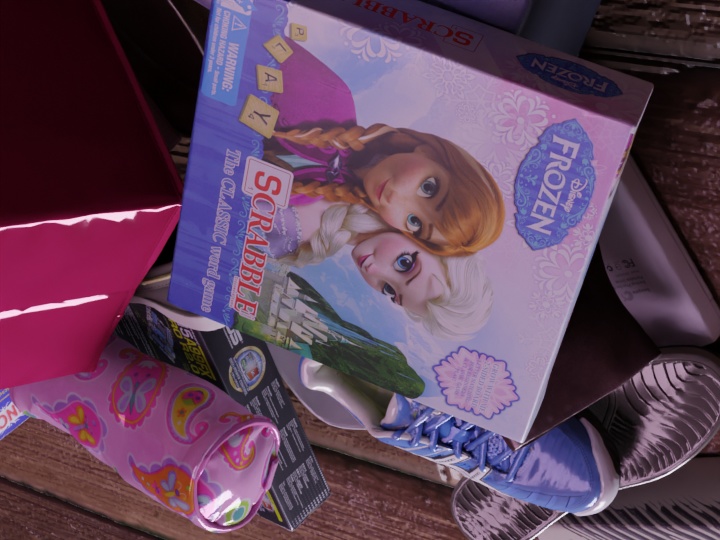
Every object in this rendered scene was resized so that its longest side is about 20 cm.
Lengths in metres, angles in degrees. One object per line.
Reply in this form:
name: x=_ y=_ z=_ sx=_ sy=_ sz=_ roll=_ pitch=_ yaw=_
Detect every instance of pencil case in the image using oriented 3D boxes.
pencil case: x=-0.143 y=0.096 z=1.128 sx=0.200 sy=0.087 sz=0.088 roll=25 pitch=140 yaw=38

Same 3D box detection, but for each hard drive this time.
hard drive: x=0.110 y=-0.035 z=0.983 sx=0.132 sy=0.026 sz=0.200 roll=-14 pitch=114 yaw=49

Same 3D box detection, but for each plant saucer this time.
plant saucer: x=-0.143 y=-0.166 z=1.061 sx=0.200 sy=0.032 sz=0.200 roll=41 pitch=160 yaw=18

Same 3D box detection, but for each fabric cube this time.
fabric cube: x=-0.250 y=-0.051 z=0.995 sx=0.197 sy=0.199 sz=0.200 roll=62 pitch=142 yaw=23

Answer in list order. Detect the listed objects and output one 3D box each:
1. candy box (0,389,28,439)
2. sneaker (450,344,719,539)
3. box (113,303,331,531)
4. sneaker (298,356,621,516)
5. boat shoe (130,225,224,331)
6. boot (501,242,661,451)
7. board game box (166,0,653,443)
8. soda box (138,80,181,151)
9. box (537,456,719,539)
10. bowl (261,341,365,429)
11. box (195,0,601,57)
candy box: x=-0.319 y=0.040 z=1.349 sx=0.077 sy=0.169 sz=0.201 roll=20 pitch=136 yaw=36
sneaker: x=0.144 y=0.085 z=1.023 sx=0.200 sy=0.106 sz=0.075 roll=-34 pitch=96 yaw=33
box: x=-0.117 y=0.076 z=1.195 sx=0.160 sy=0.044 sz=0.201 roll=15 pitch=137 yaw=45
sneaker: x=0.052 y=0.086 z=0.964 sx=0.199 sy=0.077 sz=0.076 roll=26 pitch=117 yaw=22
boat shoe: x=-0.150 y=-0.014 z=1.099 sx=0.201 sy=0.072 sz=0.060 roll=12 pitch=145 yaw=42
boot: x=0.041 y=0.024 z=0.915 sx=0.167 sy=0.199 sz=0.072 roll=61 pitch=177 yaw=9
board game box: x=0.014 y=-0.033 z=0.812 sx=0.199 sy=0.041 sz=0.201 roll=20 pitch=130 yaw=9
soda box: x=-0.206 y=-0.085 z=1.178 sx=0.064 sy=0.068 sz=0.200 roll=53 pitch=153 yaw=-20
box: x=0.209 y=0.163 z=1.040 sx=0.200 sy=0.068 sz=0.082 roll=-11 pitch=117 yaw=48
bowl: x=0.000 y=0.000 z=1.079 sx=0.199 sy=0.075 sz=0.200 roll=-12 pitch=117 yaw=51
box: x=0.026 y=-0.191 z=0.814 sx=0.200 sy=0.123 sz=0.199 roll=33 pitch=134 yaw=15
